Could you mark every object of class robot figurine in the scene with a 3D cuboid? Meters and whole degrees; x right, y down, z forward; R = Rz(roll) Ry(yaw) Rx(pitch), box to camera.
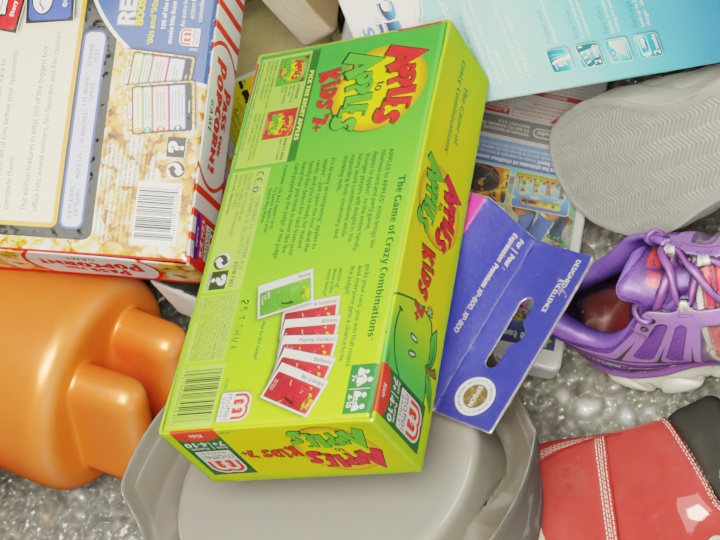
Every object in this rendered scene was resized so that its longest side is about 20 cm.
[{"bbox_3d":[-0.181,0.040,0.829,0.200,0.117,0.144,18,87,21],"label":"robot figurine"}]

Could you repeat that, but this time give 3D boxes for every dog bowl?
[{"bbox_3d":[-0.009,0.103,0.734,0.200,0.059,0.200,-15,41,13],"label":"dog bowl"}]

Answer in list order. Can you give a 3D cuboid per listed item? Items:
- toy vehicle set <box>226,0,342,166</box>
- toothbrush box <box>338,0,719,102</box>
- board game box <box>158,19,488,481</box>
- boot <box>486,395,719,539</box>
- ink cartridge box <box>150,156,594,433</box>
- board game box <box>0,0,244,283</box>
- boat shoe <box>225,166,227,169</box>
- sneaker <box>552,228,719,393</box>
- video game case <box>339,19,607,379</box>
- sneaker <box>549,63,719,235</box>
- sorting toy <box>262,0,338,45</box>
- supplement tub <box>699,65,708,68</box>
[{"bbox_3d":[-0.056,-0.079,0.899,0.124,0.027,0.200,-22,63,4],"label":"toy vehicle set"},{"bbox_3d":[0.081,-0.162,0.743,0.200,0.147,0.085,-7,26,39],"label":"toothbrush box"},{"bbox_3d":[-0.011,-0.010,0.711,0.101,0.048,0.200,-6,55,28],"label":"board game box"},{"bbox_3d":[0.144,0.155,0.720,0.144,0.072,0.200,-17,60,6],"label":"boot"},{"bbox_3d":[0.000,0.000,0.754,0.200,0.037,0.095,19,69,37],"label":"ink cartridge box"},{"bbox_3d":[-0.163,-0.078,0.779,0.199,0.046,0.152,4,79,10],"label":"board game box"},{"bbox_3d":[-0.143,-0.050,0.854,0.200,0.066,0.070,26,72,-1],"label":"boat shoe"},{"bbox_3d":[0.161,0.011,0.724,0.200,0.083,0.081,-22,59,45],"label":"sneaker"},{"bbox_3d":[0.047,-0.053,0.842,0.143,0.018,0.201,12,68,1],"label":"video game case"},{"bbox_3d":[0.183,-0.072,0.763,0.115,0.200,0.074,-25,98,-27],"label":"sneaker"},{"bbox_3d":[-0.094,-0.234,0.867,0.069,0.199,0.200,-27,37,26],"label":"sorting toy"},{"bbox_3d":[0.211,-0.191,0.773,0.107,0.200,0.107,2,42,-2],"label":"supplement tub"}]
